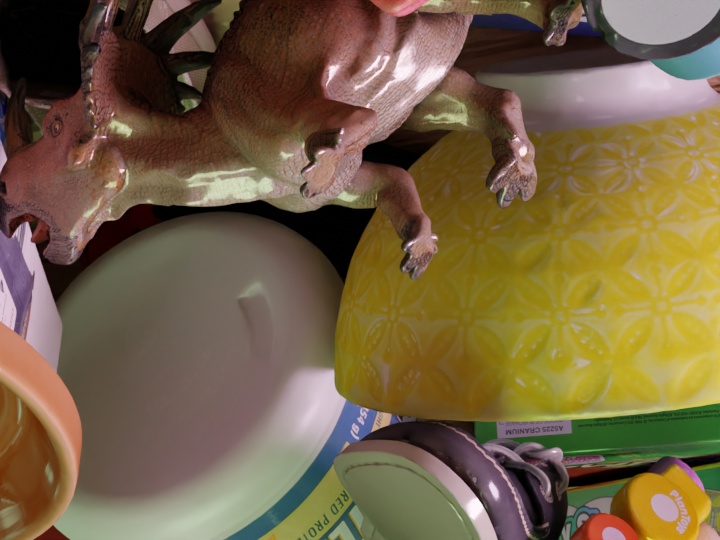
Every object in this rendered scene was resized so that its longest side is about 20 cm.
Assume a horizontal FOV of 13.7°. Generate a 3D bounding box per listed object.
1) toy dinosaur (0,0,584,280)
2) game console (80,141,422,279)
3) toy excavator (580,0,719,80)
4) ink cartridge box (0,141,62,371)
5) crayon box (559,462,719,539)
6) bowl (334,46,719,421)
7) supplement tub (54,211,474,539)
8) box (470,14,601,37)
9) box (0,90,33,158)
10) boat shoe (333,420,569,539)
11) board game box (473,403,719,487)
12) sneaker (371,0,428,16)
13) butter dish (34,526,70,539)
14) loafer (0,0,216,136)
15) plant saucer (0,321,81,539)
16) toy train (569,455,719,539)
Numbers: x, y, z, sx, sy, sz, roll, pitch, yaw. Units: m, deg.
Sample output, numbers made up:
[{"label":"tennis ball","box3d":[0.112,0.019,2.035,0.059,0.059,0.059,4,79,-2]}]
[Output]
[{"label":"toy dinosaur","box3d":[-0.015,-0.071,0.937,0.135,0.200,0.086,38,150,30]},{"label":"game console","box3d":[0.000,0.000,1.206,0.199,0.031,0.177,17,145,-19]},{"label":"toy excavator","box3d":[0.179,-0.105,0.882,0.194,0.100,0.200,-36,126,22]},{"label":"ink cartridge box","box3d":[-0.188,0.000,0.975,0.144,0.085,0.200,4,150,8]},{"label":"crayon box","box3d":[0.163,0.118,1.259,0.172,0.058,0.200,2,169,-32]},{"label":"bowl","box3d":[0.084,-0.021,1.041,0.199,0.108,0.200,-6,-171,1]},{"label":"supplement tub","box3d":[-0.029,0.084,1.178,0.144,0.145,0.200,-10,145,27]},{"label":"box","box3d":[0.086,-0.120,0.971,0.199,0.032,0.121,6,151,3]},{"label":"box","box3d":[-0.179,-0.062,1.052,0.095,0.100,0.200,5,151,5]},{"label":"boat shoe","box3d":[0.038,0.077,1.034,0.073,0.063,0.200,43,169,12]},{"label":"board game box","box3d":[0.135,0.056,1.176,0.153,0.040,0.200,-5,172,13]},{"label":"sneaker","box3d":[-0.048,-0.139,0.881,0.200,0.087,0.074,23,144,-1]},{"label":"butter dish","box3d":[-0.189,0.111,1.242,0.199,0.148,0.200,-7,175,-38]},{"label":"loafer","box3d":[-0.097,-0.078,1.035,0.075,0.068,0.200,6,148,13]},{"label":"plant saucer","box3d":[-0.184,0.037,0.923,0.200,0.032,0.200,6,150,3]},{"label":"toy train","box3d":[0.076,0.135,1.066,0.056,0.150,0.200,45,-178,7]}]
